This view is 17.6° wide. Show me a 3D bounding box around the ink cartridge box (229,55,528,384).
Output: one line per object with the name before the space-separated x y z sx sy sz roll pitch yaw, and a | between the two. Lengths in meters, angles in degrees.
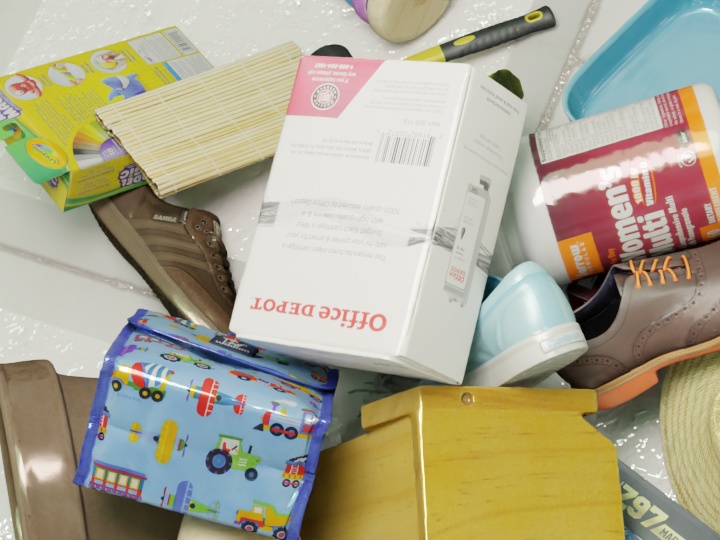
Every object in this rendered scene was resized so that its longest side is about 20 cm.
ink cartridge box | 0.012 -0.034 1.541 0.146 0.083 0.200 7 78 36

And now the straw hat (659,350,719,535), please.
straw hat | 0.276 0.110 1.552 0.201 0.085 0.202 0 89 24

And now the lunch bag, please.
lunch bag | -0.095 0.087 1.560 0.150 0.200 0.094 15 107 -1

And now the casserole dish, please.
casserole dish | 0.241 -0.142 1.747 0.121 0.039 0.200 36 69 27

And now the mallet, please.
mallet | 0.052 -0.174 1.812 0.200 0.041 0.066 -25 58 -11

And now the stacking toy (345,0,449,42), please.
stacking toy | -0.016 -0.268 1.860 0.085 0.085 0.200 -43 59 -9

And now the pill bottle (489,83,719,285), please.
pill bottle | 0.164 -0.053 1.621 0.200 0.110 0.110 -17 62 8

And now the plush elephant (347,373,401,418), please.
plush elephant | 0.000 0.000 1.676 0.164 0.155 0.200 -9 62 9

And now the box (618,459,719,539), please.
box | 0.134 0.196 1.608 0.200 0.051 0.158 36 77 27

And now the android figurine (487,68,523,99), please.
android figurine | 0.022 -0.098 1.717 0.200 0.182 0.041 -24 79 42

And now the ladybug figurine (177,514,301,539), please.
ladybug figurine | -0.074 0.239 1.547 0.072 0.136 0.200 -1 96 21

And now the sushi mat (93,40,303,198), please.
sushi mat | -0.100 -0.119 1.783 0.200 0.012 0.096 -23 59 -35

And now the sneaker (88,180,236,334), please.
sneaker | -0.129 -0.009 1.762 0.075 0.070 0.200 -36 63 -10

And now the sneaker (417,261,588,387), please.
sneaker | 0.089 0.044 1.586 0.074 0.200 0.082 -12 79 -30

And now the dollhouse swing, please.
dollhouse swing | 0.062 0.197 1.572 0.181 0.176 0.200 2 72 -18

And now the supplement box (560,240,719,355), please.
supplement box | 0.253 0.014 1.663 0.200 0.061 0.109 23 73 24

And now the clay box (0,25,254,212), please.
clay box | -0.196 -0.116 1.790 0.200 0.048 0.115 -21 55 -33

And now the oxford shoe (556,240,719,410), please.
oxford shoe | 0.213 0.018 1.578 0.200 0.073 0.071 -37 30 16

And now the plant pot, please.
plant pot | -0.161 0.150 1.640 0.174 0.200 0.201 -10 61 -11
